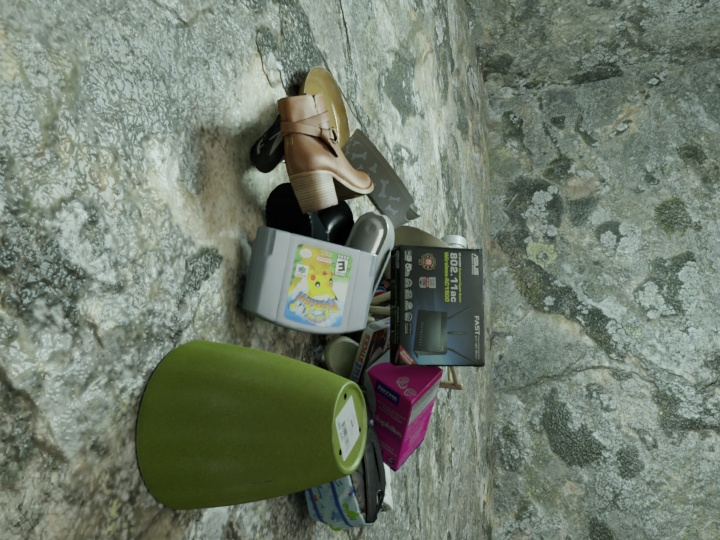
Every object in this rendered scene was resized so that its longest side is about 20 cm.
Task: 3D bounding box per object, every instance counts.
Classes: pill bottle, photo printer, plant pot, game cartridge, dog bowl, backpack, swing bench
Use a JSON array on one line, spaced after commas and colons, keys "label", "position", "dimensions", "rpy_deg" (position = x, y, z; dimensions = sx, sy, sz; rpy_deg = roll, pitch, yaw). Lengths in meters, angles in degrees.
[{"label": "pill bottle", "position": [0.304, -0.008, 1.752], "dimensions": [0.110, 0.109, 0.201], "rpy_deg": [47, 44, -58]}, {"label": "photo printer", "position": [0.000, 0.000, 0.913], "dimensions": [0.166, 0.069, 0.201], "rpy_deg": [69, 44, -78]}, {"label": "plant pot", "position": [0.130, 0.008, 1.248], "dimensions": [0.135, 0.199, 0.200], "rpy_deg": [-57, 146, -15]}, {"label": "game cartridge", "position": [-0.067, 0.023, 0.763], "dimensions": [0.199, 0.040, 0.134], "rpy_deg": [12, 89, -34]}, {"label": "plant pot", "position": [-0.068, -0.269, 0.979], "dimensions": [0.200, 0.027, 0.202], "rpy_deg": [-5, 90, -69]}, {"label": "dog bowl", "position": [0.031, -0.162, 0.976], "dimensions": [0.201, 0.059, 0.200], "rpy_deg": [53, 4, -5]}, {"label": "plant pot", "position": [-0.100, 0.170, 0.583], "dimensions": [0.187, 0.198, 0.189], "rpy_deg": [-4, 90, -68]}, {"label": "backpack", "position": [-0.028, 0.303, 0.842], "dimensions": [0.201, 0.153, 0.163], "rpy_deg": [62, 14, 7]}, {"label": "swing bench", "position": [0.087, 0.135, 1.048], "dimensions": [0.130, 0.198, 0.200], "rpy_deg": [-78, 154, -55]}]

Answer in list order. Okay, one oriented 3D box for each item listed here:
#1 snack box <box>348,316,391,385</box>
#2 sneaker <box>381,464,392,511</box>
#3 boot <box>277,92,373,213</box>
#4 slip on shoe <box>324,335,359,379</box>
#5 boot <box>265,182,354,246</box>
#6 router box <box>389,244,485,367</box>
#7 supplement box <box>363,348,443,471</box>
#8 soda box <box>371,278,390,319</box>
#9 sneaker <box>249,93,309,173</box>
[{"label": "snack box", "position": [0.014, 0.178, 0.947], "dimensions": [0.072, 0.024, 0.201], "rpy_deg": [-13, 127, -46]}, {"label": "sneaker", "position": [0.017, 0.390, 1.025], "dimensions": [0.201, 0.077, 0.100], "rpy_deg": [75, 16, -47]}, {"label": "boot", "position": [-0.045, -0.176, 0.767], "dimensions": [0.200, 0.073, 0.156], "rpy_deg": [-37, 115, -65]}, {"label": "slip on shoe", "position": [-0.021, 0.170, 0.974], "dimensions": [0.074, 0.061, 0.200], "rpy_deg": [-48, 146, -7]}, {"label": "boot", "position": [-0.073, -0.080, 0.859], "dimensions": [0.168, 0.076, 0.201], "rpy_deg": [-60, 147, -49]}, {"label": "router box", "position": [0.128, 0.061, 0.890], "dimensions": [0.062, 0.149, 0.202], "rpy_deg": [150, -59, -76]}, {"label": "supplement box", "position": [0.065, 0.245, 0.953], "dimensions": [0.103, 0.101, 0.201], "rpy_deg": [-33, 142, -42]}, {"label": "soda box", "position": [0.073, 0.092, 1.204], "dimensions": [0.200, 0.070, 0.064], "rpy_deg": [53, 40, -54]}, {"label": "sneaker", "position": [-0.099, -0.197, 0.803], "dimensions": [0.080, 0.073, 0.201], "rpy_deg": [52, 36, -24]}]
